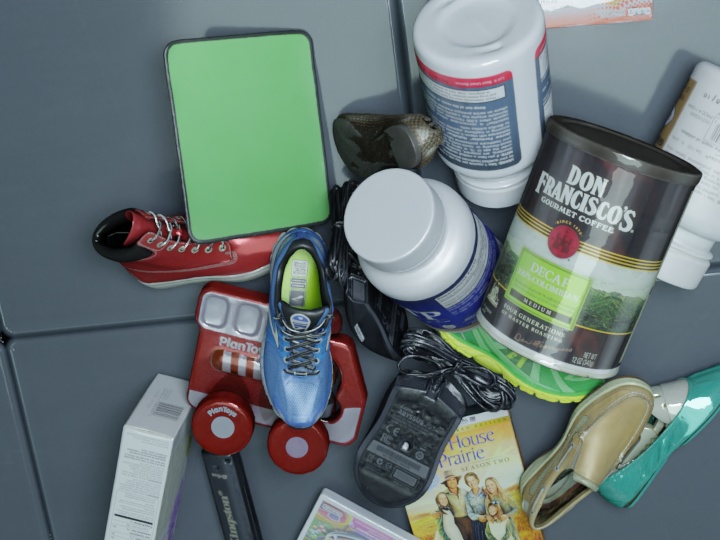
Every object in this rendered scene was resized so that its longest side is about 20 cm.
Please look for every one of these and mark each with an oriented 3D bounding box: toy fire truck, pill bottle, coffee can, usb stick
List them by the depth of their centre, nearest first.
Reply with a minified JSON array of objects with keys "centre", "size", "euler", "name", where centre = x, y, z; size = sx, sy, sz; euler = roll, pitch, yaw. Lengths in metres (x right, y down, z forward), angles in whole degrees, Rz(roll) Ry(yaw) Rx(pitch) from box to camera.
[{"centre":[0.208,-0.023,1.015],"size":[0.145,0.146,0.202],"euler":[18,107,0],"name":"coffee can"},{"centre":[0.121,-0.158,1.037],"size":[0.118,0.120,0.201],"euler":[-8,140,8],"name":"pill bottle"},{"centre":[0.064,-0.020,1.065],"size":[0.119,0.200,0.121],"euler":[-9,69,23],"name":"pill bottle"},{"centre":[0.334,-0.090,1.072],"size":[0.113,0.114,0.201],"euler":[24,108,-2],"name":"pill bottle"},{"centre":[-0.088,0.110,1.176],"size":[0.198,0.112,0.169],"euler":[13,109,0],"name":"toy fire truck"},{"centre":[-0.141,0.289,1.273],"size":[0.055,0.032,0.202],"euler":[3,111,44],"name":"usb stick"}]

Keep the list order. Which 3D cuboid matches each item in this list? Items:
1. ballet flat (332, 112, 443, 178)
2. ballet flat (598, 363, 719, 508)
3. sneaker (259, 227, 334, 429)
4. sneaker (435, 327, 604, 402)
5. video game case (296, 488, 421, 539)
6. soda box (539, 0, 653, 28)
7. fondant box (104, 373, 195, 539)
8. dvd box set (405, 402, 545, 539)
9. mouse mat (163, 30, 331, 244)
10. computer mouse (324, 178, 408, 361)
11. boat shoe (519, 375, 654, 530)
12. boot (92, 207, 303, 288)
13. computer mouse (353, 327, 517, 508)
[{"centre":[0.025,-0.127,1.066],"size":[0.046,0.200,0.068],"euler":[-27,104,-19],"name":"ballet flat"},{"centre":[0.314,0.168,1.176],"size":[0.070,0.067,0.201],"euler":[32,108,-10],"name":"ballet flat"},{"centre":[-0.065,0.059,1.093],"size":[0.078,0.089,0.202],"euler":[-2,93,-2],"name":"sneaker"},{"centre":[0.174,0.074,1.160],"size":[0.199,0.074,0.084],"euler":[27,112,-2],"name":"sneaker"},{"centre":[-0.021,0.365,1.283],"size":[0.142,0.018,0.201],"euler":[27,113,3],"name":"video game case"},{"centre":[0.178,-0.270,1.061],"size":[0.198,0.064,0.069],"euler":[-3,107,6],"name":"soda box"},{"centre":[-0.232,0.235,1.214],"size":[0.058,0.144,0.202],"euler":[14,108,0],"name":"fondant box"},{"centre":[0.121,0.253,1.243],"size":[0.145,0.029,0.202],"euler":[-14,105,10],"name":"dvd box set"},{"centre":[-0.110,-0.136,1.105],"size":[0.160,0.008,0.202],"euler":[-10,97,-25],"name":"mouse mat"},{"centre":[0.000,0.000,1.147],"size":[0.046,0.142,0.200],"euler":[-9,145,20],"name":"computer mouse"},{"centre":[0.238,0.198,1.143],"size":[0.071,0.076,0.201],"euler":[26,120,-8],"name":"boat shoe"},{"centre":[-0.164,-0.036,1.121],"size":[0.198,0.144,0.073],"euler":[-13,73,9],"name":"boot"},{"centre":[0.065,0.164,1.176],"size":[0.138,0.053,0.201],"euler":[31,107,-1],"name":"computer mouse"}]
